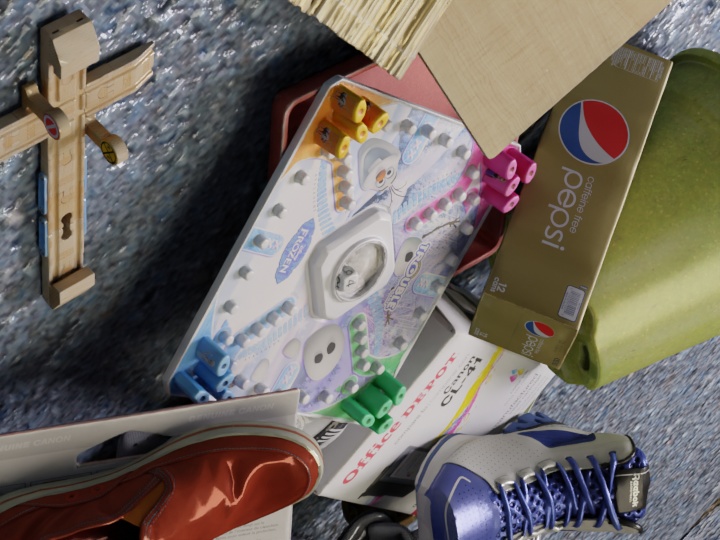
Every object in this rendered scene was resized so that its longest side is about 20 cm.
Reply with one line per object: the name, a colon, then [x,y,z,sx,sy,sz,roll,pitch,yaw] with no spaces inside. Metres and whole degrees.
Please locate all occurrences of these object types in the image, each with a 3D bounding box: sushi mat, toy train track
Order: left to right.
toy train track: [-0.142,-0.045,1.111,0.114,0.033,0.201,-32,151,-29]
sushi mat: [0.046,-0.202,1.142,0.095,0.012,0.201,30,98,-37]

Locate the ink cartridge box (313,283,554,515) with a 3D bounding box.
ink cartridge box: [0.031,0.082,1.494,0.148,0.086,0.200,-50,156,9]

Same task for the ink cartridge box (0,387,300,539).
ink cartridge box: [-0.137,0.134,1.267,0.198,0.045,0.177,-8,130,-16]

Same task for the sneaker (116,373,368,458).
sneaker: [-0.076,0.097,1.361,0.200,0.075,0.115,-54,156,21]

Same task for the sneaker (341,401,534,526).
sneaker: [0.075,0.119,1.631,0.201,0.067,0.090,-51,152,7]

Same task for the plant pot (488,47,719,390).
plant pot: [0.193,-0.019,1.494,0.183,0.201,0.201,-29,150,-16]

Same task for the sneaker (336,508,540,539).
sneaker: [0.046,0.199,1.512,0.199,0.076,0.114,-28,153,-21]

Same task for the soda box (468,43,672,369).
soda box: [0.131,-0.046,1.382,0.068,0.064,0.201,104,8,-66]

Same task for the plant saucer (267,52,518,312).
plant saucer: [0.014,-0.059,1.301,0.199,0.037,0.201,-28,141,-34]

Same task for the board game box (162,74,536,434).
board game box: [0.000,0.000,1.276,0.199,0.026,0.201,14,108,-54]

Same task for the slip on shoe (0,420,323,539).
slip on shoe: [-0.112,0.137,1.209,0.199,0.061,0.074,-16,131,-12]

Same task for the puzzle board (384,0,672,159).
puzzle board: [0.079,-0.177,1.193,0.151,0.017,0.200,-41,127,-5]

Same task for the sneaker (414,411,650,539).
sneaker: [0.127,0.142,1.476,0.199,0.114,0.081,-21,108,-54]
